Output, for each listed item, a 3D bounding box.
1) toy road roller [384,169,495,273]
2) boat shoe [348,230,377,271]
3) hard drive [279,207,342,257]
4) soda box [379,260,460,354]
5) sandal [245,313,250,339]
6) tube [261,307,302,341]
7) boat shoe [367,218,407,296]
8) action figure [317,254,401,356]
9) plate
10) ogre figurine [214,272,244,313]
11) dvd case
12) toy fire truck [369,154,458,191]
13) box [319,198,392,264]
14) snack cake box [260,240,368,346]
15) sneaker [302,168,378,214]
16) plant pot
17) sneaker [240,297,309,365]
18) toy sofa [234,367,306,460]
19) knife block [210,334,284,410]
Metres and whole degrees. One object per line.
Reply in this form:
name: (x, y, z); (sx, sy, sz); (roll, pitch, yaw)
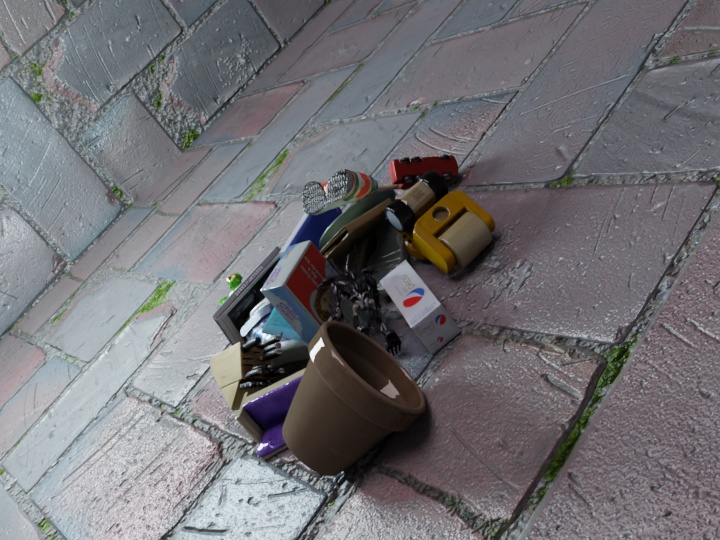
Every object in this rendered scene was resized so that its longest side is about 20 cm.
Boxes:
toy road roller: (0.145, -0.070, 1.573); (0.122, 0.147, 0.200); (-40, 61, -16)
boat shoe: (0.000, 0.000, 1.681); (0.062, 0.074, 0.202); (-19, 32, 31)
hard drive: (-0.090, -0.061, 1.832); (0.025, 0.133, 0.202); (-3, 43, 36)
soda box: (0.098, 0.059, 1.459); (0.063, 0.068, 0.200); (-38, 26, 3)
sandal: (-0.206, 0.096, 1.780); (0.203, 0.053, 0.080); (-63, 11, 5)
tube: (-0.128, 0.062, 1.622); (0.075, 0.051, 0.202); (6, 35, 5)
boat shoe: (0.060, -0.021, 1.660); (0.073, 0.065, 0.204); (-16, 38, 19)
action figure: (-0.006, 0.069, 1.491); (0.116, 0.104, 0.202); (-8, 44, -20)
plate: (-0.001, -0.096, 1.788); (0.198, 0.026, 0.201); (-34, -14, -10)
ogre figurine: (-0.243, 0.049, 1.897); (0.196, 0.100, 0.120); (-15, -1, 20)
dvd case: (-0.219, 0.062, 1.814); (0.025, 0.151, 0.200); (34, 72, 26)
toy fire truck: (0.094, -0.192, 1.804); (0.195, 0.050, 0.141); (-7, -12, -18)
box: (-0.027, -0.058, 1.672); (0.163, 0.021, 0.199); (-46, -5, 33)
snack cake box: (-0.076, 0.061, 1.538); (0.066, 0.201, 0.116); (-12, 35, 44)
sneaker: (-0.042, -0.155, 1.750); (0.198, 0.092, 0.072); (-17, 73, 53)
plant pot: (-0.025, 0.208, 1.289); (0.176, 0.198, 0.201); (-54, 23, 13)
sneaker: (-0.151, 0.099, 1.659); (0.198, 0.080, 0.150); (-22, 62, 43)
toy sofa: (-0.115, 0.232, 1.455); (0.197, 0.083, 0.098); (-27, 27, 25)
knife block: (-0.207, 0.160, 1.591); (0.200, 0.063, 0.179); (50, 127, 50)
